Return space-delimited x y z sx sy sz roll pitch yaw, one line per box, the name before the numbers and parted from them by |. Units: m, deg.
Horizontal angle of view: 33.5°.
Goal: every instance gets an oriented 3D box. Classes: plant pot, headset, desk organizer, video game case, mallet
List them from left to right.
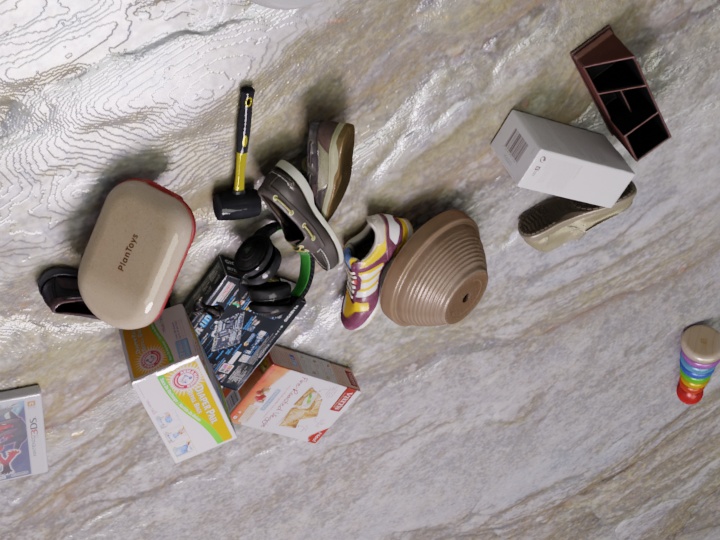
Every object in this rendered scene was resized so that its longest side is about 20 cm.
video game case | -0.572 0.258 1.790 0.197 0.023 0.184 -10 134 -20
mallet | -0.168 -0.152 1.606 0.065 0.041 0.202 -15 132 -20
headset | -0.148 0.012 1.709 0.200 0.093 0.125 -40 122 -40
plant pot | 0.130 0.017 1.834 0.200 0.092 0.202 -35 148 -26
desk organizer | 0.388 -0.257 1.770 0.071 0.077 0.200 -35 137 7

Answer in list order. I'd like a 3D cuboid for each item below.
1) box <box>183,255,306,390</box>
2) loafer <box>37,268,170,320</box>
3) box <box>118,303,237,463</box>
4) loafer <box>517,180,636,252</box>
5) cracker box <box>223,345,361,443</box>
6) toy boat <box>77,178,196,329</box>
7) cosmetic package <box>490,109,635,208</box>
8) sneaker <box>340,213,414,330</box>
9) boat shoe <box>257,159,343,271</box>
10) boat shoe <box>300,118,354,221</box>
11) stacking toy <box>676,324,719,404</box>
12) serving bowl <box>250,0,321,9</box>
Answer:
box | -0.199 0.084 1.805 0.158 0.046 0.201 20 119 -39
loafer | -0.353 0.049 1.676 0.198 0.063 0.072 12 125 -36
box | -0.263 0.165 1.734 0.100 0.113 0.202 -21 135 -5
loafer | 0.348 -0.091 1.917 0.197 0.076 0.069 -22 140 7
cracker box | -0.114 0.203 1.957 0.198 0.058 0.134 20 119 -41
toy boat | -0.292 -0.022 1.610 0.202 0.129 0.131 -64 171 10
cosmetic package | 0.304 -0.166 1.796 0.198 0.102 0.072 9 127 -33
sneaker | 0.000 0.000 1.816 0.089 0.075 0.202 9 117 -37
boat shoe | -0.086 -0.065 1.679 0.061 0.071 0.202 -45 135 -17
boat shoe | -0.049 -0.142 1.658 0.064 0.074 0.201 25 145 8
stacking toy | 0.660 0.199 2.358 0.084 0.086 0.202 -18 141 -11
serving bowl | -0.074 -0.389 1.405 0.197 0.066 0.202 -15 137 -15
